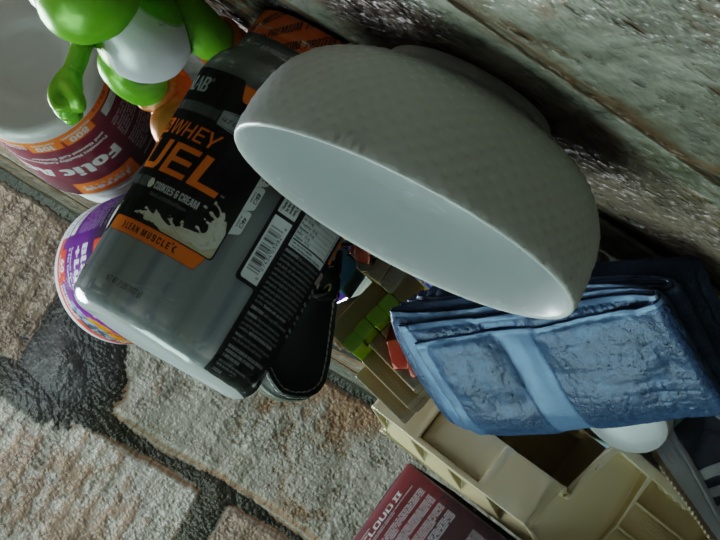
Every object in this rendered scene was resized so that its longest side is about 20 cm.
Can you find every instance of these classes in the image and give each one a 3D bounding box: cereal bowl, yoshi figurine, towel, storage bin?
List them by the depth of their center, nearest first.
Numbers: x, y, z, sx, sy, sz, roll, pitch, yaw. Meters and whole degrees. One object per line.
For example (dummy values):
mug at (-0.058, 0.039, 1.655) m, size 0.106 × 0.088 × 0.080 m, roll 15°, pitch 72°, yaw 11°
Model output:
cereal bowl at (0.039, -0.058, 1.263) m, size 0.199 × 0.084 × 0.200 m, roll 26°, pitch 169°, yaw 5°
yoshi figurine at (-0.135, -0.140, 1.406) m, size 0.111 × 0.113 × 0.200 m, roll 6°, pitch 157°, yaw 38°
towel at (0.122, 0.051, 1.434) m, size 0.199 × 0.049 × 0.112 m, roll -8°, pitch 127°, yaw 34°
storage bin at (0.134, 0.145, 1.668) m, size 0.198 × 0.094 × 0.200 m, roll 40°, pitch 177°, yaw -41°

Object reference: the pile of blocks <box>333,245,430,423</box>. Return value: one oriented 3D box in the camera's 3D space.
pile of blocks at (0.000, 0.000, 1.616) m, size 0.062 × 0.082 × 0.201 m, roll 43°, pitch -154°, yaw -68°

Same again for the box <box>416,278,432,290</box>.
box at (0.092, 0.004, 1.593) m, size 0.064 × 0.070 × 0.200 m, roll 28°, pitch 173°, yaw 30°

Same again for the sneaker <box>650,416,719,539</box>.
sneaker at (0.265, 0.135, 1.525) m, size 0.070 × 0.108 × 0.200 m, roll 41°, pitch -170°, yaw -36°

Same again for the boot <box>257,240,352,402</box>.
boot at (-0.028, -0.014, 1.533) m, size 0.073 × 0.205 × 0.154 m, roll -3°, pitch -176°, yaw -25°

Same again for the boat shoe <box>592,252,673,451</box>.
boat shoe at (0.136, 0.021, 1.495) m, size 0.072 × 0.066 × 0.200 m, roll -23°, pitch 117°, yaw 40°

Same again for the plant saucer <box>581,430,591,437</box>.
plant saucer at (0.236, 0.144, 1.911) m, size 0.199 × 0.036 × 0.200 m, roll 13°, pitch 167°, yaw 3°

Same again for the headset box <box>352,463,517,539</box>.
headset box at (0.093, 0.220, 1.649) m, size 0.149 × 0.077 × 0.200 m, roll 39°, pitch 176°, yaw -28°

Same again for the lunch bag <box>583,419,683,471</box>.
lunch bag at (0.239, 0.112, 1.728) m, size 0.199 × 0.077 × 0.160 m, roll 29°, pitch 172°, yaw 13°

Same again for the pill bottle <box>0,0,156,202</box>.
pill bottle at (-0.213, -0.122, 1.804) m, size 0.114 × 0.115 × 0.200 m, roll 28°, pitch 173°, yaw 18°

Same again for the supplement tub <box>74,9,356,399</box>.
supplement tub at (-0.066, -0.039, 1.391) m, size 0.122 × 0.201 × 0.123 m, roll 30°, pitch 173°, yaw 4°

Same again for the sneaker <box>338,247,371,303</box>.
sneaker at (-0.031, -0.014, 1.755) m, size 0.099 × 0.070 × 0.200 m, roll 41°, pitch 141°, yaw -2°

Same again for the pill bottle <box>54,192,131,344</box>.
pill bottle at (-0.146, -0.007, 1.780) m, size 0.111 × 0.112 × 0.200 m, roll 32°, pitch 164°, yaw -16°
